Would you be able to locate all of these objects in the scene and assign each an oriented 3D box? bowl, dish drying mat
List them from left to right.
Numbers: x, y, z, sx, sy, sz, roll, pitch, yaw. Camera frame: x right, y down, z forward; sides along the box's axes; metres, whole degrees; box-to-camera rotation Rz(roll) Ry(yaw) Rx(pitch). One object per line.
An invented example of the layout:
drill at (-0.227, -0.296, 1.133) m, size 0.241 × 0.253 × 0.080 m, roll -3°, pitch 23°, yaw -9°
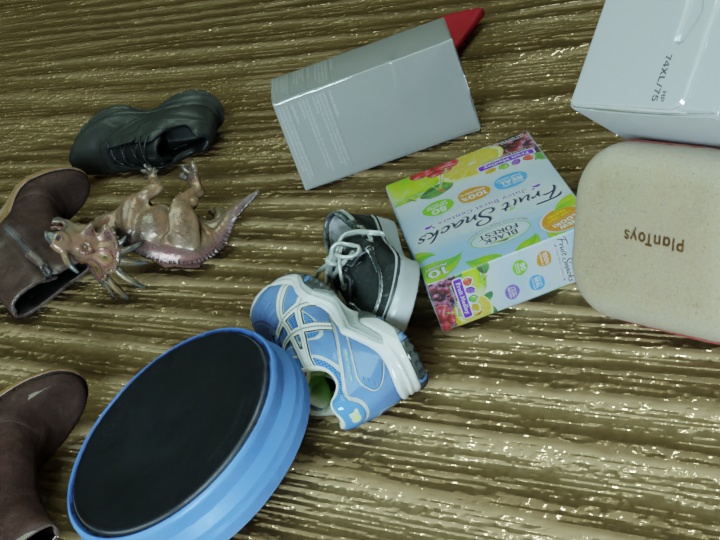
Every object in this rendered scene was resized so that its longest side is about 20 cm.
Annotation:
bowl at (-0.127, 0.124, 0.924) m, size 0.199 × 0.039 × 0.202 m, roll -27°, pitch 34°, yaw 19°
dish drying mat at (0.082, -0.255, 1.524) m, size 0.076 × 0.018 × 0.201 m, roll -4°, pitch 34°, yaw 32°

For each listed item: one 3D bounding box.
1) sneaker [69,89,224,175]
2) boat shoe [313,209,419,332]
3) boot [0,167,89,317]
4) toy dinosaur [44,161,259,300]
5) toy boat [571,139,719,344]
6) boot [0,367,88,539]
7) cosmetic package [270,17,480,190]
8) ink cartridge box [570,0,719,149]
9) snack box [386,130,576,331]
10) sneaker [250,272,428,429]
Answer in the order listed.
sneaker at (-0.261, -0.154, 1.535) m, size 0.197 × 0.076 × 0.091 m, roll -18°, pitch 35°, yaw 13°
boat shoe at (0.001, -0.003, 1.050) m, size 0.067 × 0.074 × 0.200 m, roll 18°, pitch 24°, yaw -14°
boot at (-0.334, -0.030, 1.379) m, size 0.165 × 0.073 × 0.199 m, roll 24°, pitch 49°, yaw 38°
toy dinosaur at (-0.197, -0.032, 1.269) m, size 0.197 × 0.087 × 0.136 m, roll -1°, pitch 41°, yaw 4°
toy boat at (0.254, -0.022, 0.908) m, size 0.129 × 0.133 × 0.199 m, roll -5°, pitch 13°, yaw -39°
boot at (-0.257, 0.167, 0.969) m, size 0.200 × 0.073 × 0.166 m, roll -42°, pitch 34°, yaw -21°
cosmetic package at (0.015, -0.173, 1.331) m, size 0.197 × 0.108 × 0.090 m, roll -18°, pitch 27°, yaw 3°
ink cartridge box at (0.285, -0.144, 0.928) m, size 0.145 × 0.198 × 0.149 m, roll 15°, pitch 84°, yaw 56°
snack box at (0.108, -0.039, 1.084) m, size 0.141 × 0.053 × 0.201 m, roll -22°, pitch 28°, yaw 2°
sneaker at (-0.036, 0.060, 0.987) m, size 0.077 × 0.076 × 0.199 m, roll -38°, pitch 30°, yaw -21°
